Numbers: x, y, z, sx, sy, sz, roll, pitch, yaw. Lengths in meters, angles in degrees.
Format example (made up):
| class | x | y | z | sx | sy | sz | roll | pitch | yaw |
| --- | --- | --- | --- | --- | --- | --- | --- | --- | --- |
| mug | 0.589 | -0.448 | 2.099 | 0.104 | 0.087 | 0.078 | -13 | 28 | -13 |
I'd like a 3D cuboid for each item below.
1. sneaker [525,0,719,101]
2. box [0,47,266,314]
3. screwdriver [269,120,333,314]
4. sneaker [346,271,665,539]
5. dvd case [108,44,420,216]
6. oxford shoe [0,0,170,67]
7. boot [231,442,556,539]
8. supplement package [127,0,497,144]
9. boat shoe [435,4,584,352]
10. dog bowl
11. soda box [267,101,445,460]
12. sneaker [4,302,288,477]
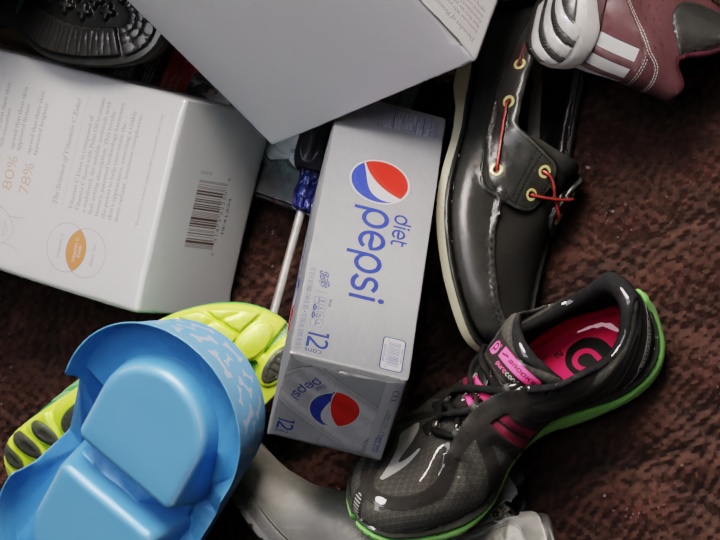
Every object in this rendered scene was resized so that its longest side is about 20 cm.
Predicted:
| class | x | y | z | sx | sy | sz | roll | pitch | yaw |
| --- | --- | --- | --- | --- | --- | --- | --- | --- | --- |
| sneaker | 0.162 | -0.164 | 1.259 | 0.115 | 0.076 | 0.201 | 26 | 50 | -11 |
| box | -0.170 | -0.057 | 1.337 | 0.199 | 0.097 | 0.125 | 16 | 95 | 28 |
| screwdriver | -0.036 | -0.018 | 1.296 | 0.029 | 0.028 | 0.201 | -3 | 71 | 52 |
| sneaker | 0.070 | 0.066 | 1.184 | 0.200 | 0.084 | 0.077 | -38 | 55 | -14 |
| dvd case | -0.059 | -0.117 | 1.365 | 0.199 | 0.022 | 0.147 | 18 | 82 | 29 |
| oxford shoe | -0.165 | -0.154 | 1.316 | 0.200 | 0.084 | 0.073 | 21 | 90 | 43 |
| boot | 0.017 | 0.132 | 1.236 | 0.131 | 0.068 | 0.200 | -40 | 61 | -6 |
| supplement package | -0.042 | -0.188 | 1.194 | 0.155 | 0.200 | 0.111 | -19 | 37 | 40 |
| boat shoe | 0.086 | -0.054 | 1.247 | 0.063 | 0.074 | 0.202 | -6 | 67 | 31 |
| dog bowl | -0.121 | 0.109 | 1.222 | 0.111 | 0.050 | 0.200 | 38 | 119 | 14 |
| soda box | 0.000 | 0.000 | 1.204 | 0.063 | 0.068 | 0.201 | 13 | 45 | -3 |
| sneaker | -0.118 | 0.066 | 1.288 | 0.199 | 0.084 | 0.074 | -28 | 100 | 26 |
